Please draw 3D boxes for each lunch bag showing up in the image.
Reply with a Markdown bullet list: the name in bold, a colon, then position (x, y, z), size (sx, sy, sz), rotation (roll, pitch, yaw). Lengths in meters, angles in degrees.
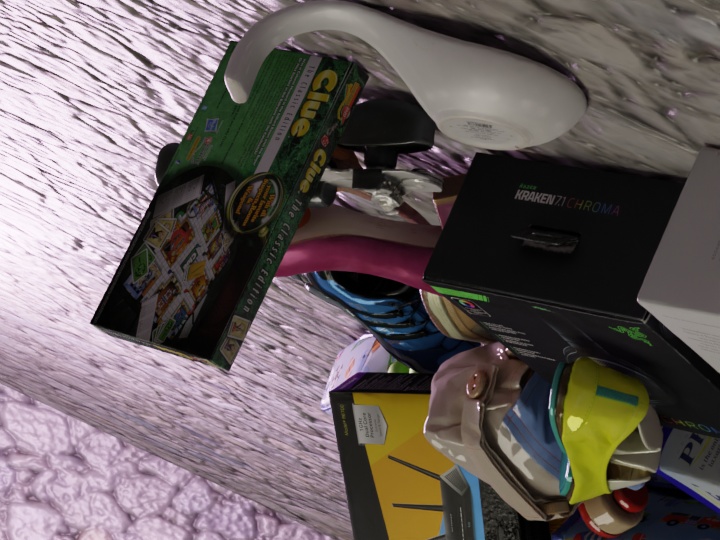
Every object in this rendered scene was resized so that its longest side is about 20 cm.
- **lunch bag**: position (0.258, 0.190, 1.720), size (0.150, 0.200, 0.095), rotation (1, 118, 32)
- **lunch bag**: position (0.059, 0.118, 2.019), size (0.160, 0.076, 0.200), rotation (26, 168, -12)

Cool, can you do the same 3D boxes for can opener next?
- **can opener**: position (-0.036, -0.068, 1.424), size (0.199, 0.067, 0.053), rotation (0, 170, 30)

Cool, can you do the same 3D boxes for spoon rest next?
- **spoon rest**: position (0.028, -0.110, 1.261), size (0.199, 0.061, 0.099), rotation (9, 166, 7)

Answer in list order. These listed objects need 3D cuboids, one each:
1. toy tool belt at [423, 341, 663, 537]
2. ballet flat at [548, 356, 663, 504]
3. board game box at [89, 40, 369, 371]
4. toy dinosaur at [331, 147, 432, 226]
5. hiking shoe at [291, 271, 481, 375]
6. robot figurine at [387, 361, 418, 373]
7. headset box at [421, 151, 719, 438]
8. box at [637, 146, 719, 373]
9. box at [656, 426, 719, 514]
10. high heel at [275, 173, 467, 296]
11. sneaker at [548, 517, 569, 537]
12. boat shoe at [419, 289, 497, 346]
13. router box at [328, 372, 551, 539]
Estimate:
- **toy tool belt**: position (0.150, 0.112, 1.573), size (0.199, 0.125, 0.123), rotation (32, 136, -25)
- **ballet flat**: position (0.154, 0.106, 1.417), size (0.067, 0.067, 0.200), rotation (8, 161, 10)
- **board game box**: position (-0.078, -0.042, 1.367), size (0.104, 0.201, 0.023), rotation (14, 162, 40)
- **toy dinosaur**: position (-0.016, -0.068, 1.506), size (0.199, 0.061, 0.106), rotation (30, -177, 27)
- **hiking shoe**: position (0.035, 0.026, 1.689), size (0.199, 0.075, 0.087), rotation (27, 171, -9)
- **robot figurine**: position (0.116, 0.124, 1.807), size (0.199, 0.116, 0.175), rotation (19, 149, -20)
- **headset box**: position (0.161, 0.015, 1.392), size (0.173, 0.093, 0.200), rotation (12, 161, 41)
- **box**: position (0.264, 0.027, 1.245), size (0.124, 0.098, 0.200), rotation (11, 160, 45)
- **box**: position (0.324, 0.142, 1.512), size (0.183, 0.105, 0.200), rotation (33, 172, -25)
- **high heel**: position (0.000, 0.000, 1.467), size (0.067, 0.199, 0.096), rotation (-101, -2, -64)
- **sneaker**: position (0.154, 0.199, 1.744), size (0.077, 0.073, 0.201), rotation (-113, 11, -59)
- **boat shoe**: position (0.108, 0.021, 1.598), size (0.076, 0.072, 0.200), rotation (2, 165, 27)
- **router box**: position (0.065, 0.178, 1.715), size (0.148, 0.201, 0.051), rotation (-1, -162, 31)
